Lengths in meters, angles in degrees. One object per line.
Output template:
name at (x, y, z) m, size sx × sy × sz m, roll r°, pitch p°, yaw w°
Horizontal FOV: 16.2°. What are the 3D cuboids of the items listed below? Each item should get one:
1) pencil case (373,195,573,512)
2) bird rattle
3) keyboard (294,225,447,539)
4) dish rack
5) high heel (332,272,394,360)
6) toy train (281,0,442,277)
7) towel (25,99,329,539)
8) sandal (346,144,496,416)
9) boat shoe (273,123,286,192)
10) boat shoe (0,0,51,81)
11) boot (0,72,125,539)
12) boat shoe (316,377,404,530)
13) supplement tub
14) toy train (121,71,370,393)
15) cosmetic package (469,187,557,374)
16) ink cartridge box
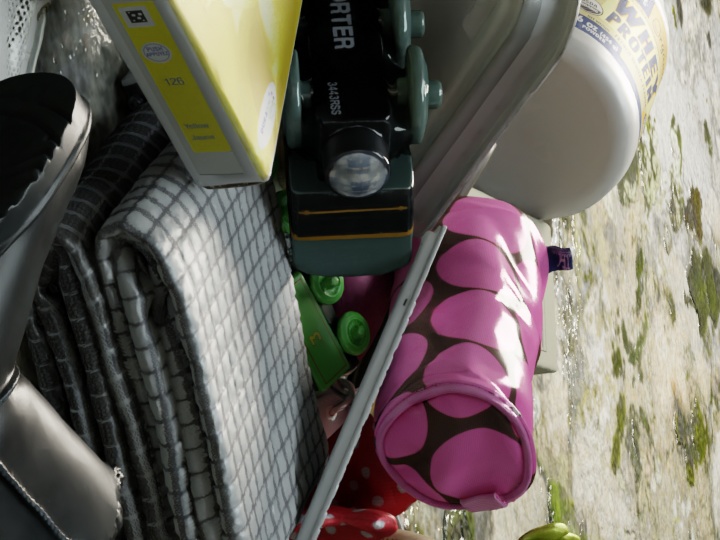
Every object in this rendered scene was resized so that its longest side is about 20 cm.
pencil case at (0.057, 0.044, 1.288) m, size 0.200 × 0.090 × 0.094 m, roll -75°, pitch 152°, yaw -58°
bird rattle at (0.016, 0.174, 1.307) m, size 0.199 × 0.163 × 0.113 m, roll 19°, pitch 43°, yaw -20°
keyboard at (-0.002, 0.073, 1.207) m, size 0.056 × 0.011 × 0.201 m, roll 101°, pitch 12°, yaw -78°
dish rack at (0.045, -0.133, 1.294) m, size 0.200 × 0.043 × 0.172 m, roll 125°, pitch -31°, yaw -47°
high heel at (0.000, 0.000, 1.399) m, size 0.200 × 0.067 × 0.097 m, roll -9°, pitch 95°, yaw -88°
toy train at (-0.010, -0.091, 1.230) m, size 0.201 × 0.085 × 0.114 m, roll -98°, pitch -173°, yaw -46°
towel at (-0.084, 0.038, 1.158) m, size 0.166 × 0.085 × 0.201 m, roll -63°, pitch 144°, yaw -63°
sandal at (0.041, 0.019, 1.447) m, size 0.082 × 0.054 × 0.201 m, roll 145°, pitch -34°, yaw -78°
boat shoe at (-0.031, -0.090, 1.365) m, size 0.200 × 0.062 × 0.074 m, roll -66°, pitch 146°, yaw -54°
boat shoe at (-0.153, -0.144, 1.031) m, size 0.069 × 0.070 × 0.201 m, roll 30°, pitch 66°, yaw -67°
boot at (-0.137, 0.046, 0.970) m, size 0.199 × 0.073 × 0.163 m, roll -60°, pitch 139°, yaw -28°
boat shoe at (-0.024, 0.087, 1.332) m, size 0.072 × 0.068 × 0.201 m, roll -65°, pitch 144°, yaw -54°
supplement tub at (0.132, -0.139, 1.720) m, size 0.200 × 0.144 × 0.145 m, roll -63°, pitch 143°, yaw -57°
toy train at (-0.059, -0.027, 1.249) m, size 0.056 × 0.042 × 0.201 m, roll -41°, pitch 109°, yaw -41°
cosmetic package at (0.063, 0.010, 1.594) m, size 0.200 × 0.071 × 0.106 m, roll 23°, pitch 63°, yaw -68°
ink cartridge box at (-0.072, -0.173, 1.067) m, size 0.200 × 0.047 × 0.199 m, roll 65°, pitch 28°, yaw -51°
